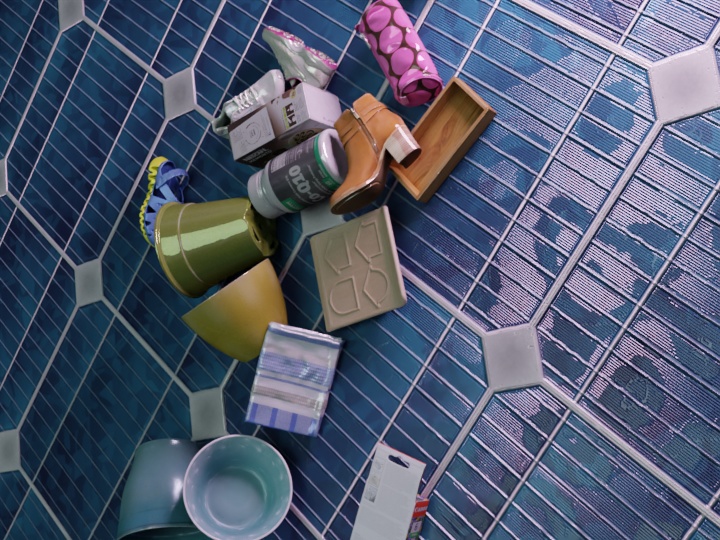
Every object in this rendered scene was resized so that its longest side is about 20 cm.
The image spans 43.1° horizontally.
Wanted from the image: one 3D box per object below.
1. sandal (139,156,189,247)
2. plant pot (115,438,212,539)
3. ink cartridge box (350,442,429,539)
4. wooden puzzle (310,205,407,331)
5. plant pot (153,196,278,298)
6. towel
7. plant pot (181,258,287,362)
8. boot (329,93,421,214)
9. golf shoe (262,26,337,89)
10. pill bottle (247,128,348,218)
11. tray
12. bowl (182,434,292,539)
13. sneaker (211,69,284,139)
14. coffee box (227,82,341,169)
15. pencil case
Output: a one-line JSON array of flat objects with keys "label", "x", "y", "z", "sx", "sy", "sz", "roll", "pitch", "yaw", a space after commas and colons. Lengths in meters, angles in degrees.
[{"label": "sandal", "x": -0.419, "y": -0.147, "z": 1.968, "sx": 0.087, "sy": 0.079, "sz": 0.201, "roll": 4, "pitch": 88, "yaw": 32}, {"label": "plant pot", "x": -0.379, "y": 0.442, "z": 1.810, "sx": 0.200, "sy": 0.200, "sz": 0.189, "roll": -27, "pitch": 54, "yaw": 31}, {"label": "ink cartridge box", "x": 0.056, "y": 0.408, "z": 1.573, "sx": 0.109, "sy": 0.050, "sz": 0.201, "roll": 18, "pitch": 94, "yaw": 36}, {"label": "wooden puzzle", "x": 0.000, "y": 0.000, "z": 1.667, "sx": 0.200, "sy": 0.046, "sz": 0.186, "roll": -22, "pitch": 72, "yaw": 37}, {"label": "plant pot", "x": -0.270, "y": -0.064, "z": 1.798, "sx": 0.189, "sy": 0.200, "sz": 0.201, "roll": -15, "pitch": 76, "yaw": 20}, {"label": "towel", "x": -0.123, "y": 0.203, "z": 1.690, "sx": 0.146, "sy": 0.024, "sz": 0.201, "roll": 15, "pitch": 97, "yaw": -6}, {"label": "plant pot", "x": -0.220, "y": 0.091, "z": 1.742, "sx": 0.200, "sy": 0.200, "sz": 0.142, "roll": -32, "pitch": 94, "yaw": 29}, {"label": "boot", "x": -0.007, "y": -0.206, "z": 1.616, "sx": 0.200, "sy": 0.074, "sz": 0.155, "roll": -39, "pitch": 68, "yaw": -1}, {"label": "golf shoe", "x": -0.136, "y": -0.413, "z": 1.794, "sx": 0.200, "sy": 0.075, "sz": 0.092, "roll": 39, "pitch": 111, "yaw": 34}, {"label": "pill bottle", "x": -0.110, "y": -0.177, "z": 1.722, "sx": 0.200, "sy": 0.113, "sz": 0.114, "roll": -24, "pitch": 71, "yaw": 32}, {"label": "tray", "x": 0.139, "y": -0.227, "z": 1.594, "sx": 0.200, "sy": 0.037, "sz": 0.099, "roll": -51, "pitch": 59, "yaw": 19}, {"label": "bowl", "x": -0.233, "y": 0.419, "z": 1.715, "sx": 0.105, "sy": 0.200, "sz": 0.202, "roll": 116, "pitch": 138, "yaw": -64}, {"label": "sneaker", "x": -0.223, "y": -0.326, "z": 1.826, "sx": 0.200, "sy": 0.080, "sz": 0.071, "roll": -42, "pitch": 61, "yaw": 35}, {"label": "coffee box", "x": -0.144, "y": -0.273, "z": 1.758, "sx": 0.199, "sy": 0.113, "sz": 0.080, "roll": -23, "pitch": 72, "yaw": 31}, {"label": "pencil case", "x": 0.068, "y": -0.386, "z": 1.634, "sx": 0.093, "sy": 0.091, "sz": 0.201, "roll": -23, "pitch": 65, "yaw": -6}]
